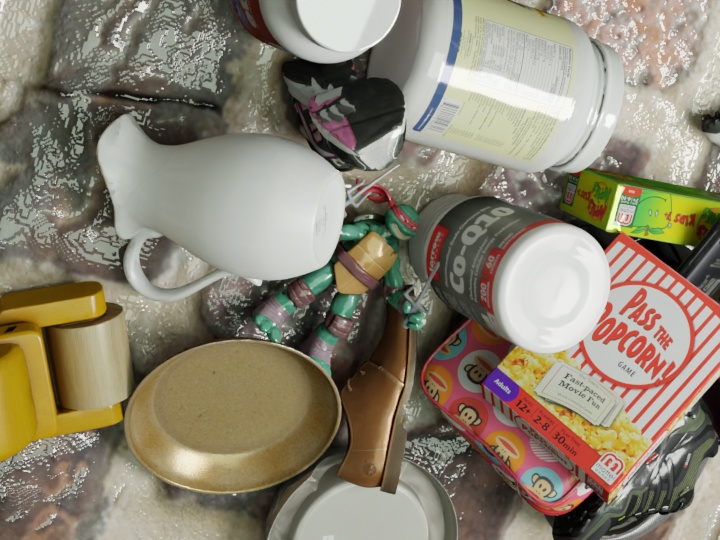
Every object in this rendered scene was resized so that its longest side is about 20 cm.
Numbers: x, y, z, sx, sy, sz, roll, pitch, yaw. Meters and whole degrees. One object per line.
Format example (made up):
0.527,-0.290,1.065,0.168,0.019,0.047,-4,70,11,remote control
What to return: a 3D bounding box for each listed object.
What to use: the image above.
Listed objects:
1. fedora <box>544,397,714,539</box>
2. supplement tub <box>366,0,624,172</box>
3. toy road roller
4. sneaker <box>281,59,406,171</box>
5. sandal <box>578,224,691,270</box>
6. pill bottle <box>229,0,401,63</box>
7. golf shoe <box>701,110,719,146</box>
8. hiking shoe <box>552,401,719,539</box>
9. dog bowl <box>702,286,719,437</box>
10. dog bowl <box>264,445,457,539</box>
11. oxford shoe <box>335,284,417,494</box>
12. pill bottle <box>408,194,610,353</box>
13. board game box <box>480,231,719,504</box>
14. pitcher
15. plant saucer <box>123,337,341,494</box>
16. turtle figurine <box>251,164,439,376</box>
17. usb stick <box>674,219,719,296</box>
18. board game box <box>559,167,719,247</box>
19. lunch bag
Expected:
0.259,0.184,1.307,0.176,0.090,0.201,26,98,-22,fedora
0.119,-0.170,1.133,0.199,0.145,0.146,13,101,-21,supplement tub
-0.291,0.097,1.074,0.199,0.146,0.124,-11,108,-15,toy road roller
-0.007,-0.121,1.083,0.080,0.200,0.087,-16,119,-7,sneaker
0.285,-0.004,1.254,0.199,0.045,0.076,10,75,-41,sandal
-0.038,-0.231,1.035,0.112,0.200,0.113,-5,106,-17,pill bottle
0.425,-0.099,1.290,0.199,0.078,0.095,18,99,-20,golf shoe
0.278,0.216,1.232,0.200,0.076,0.101,-45,109,0,hiking shoe
0.388,0.109,1.280,0.073,0.200,0.201,-18,111,5,dog bowl
-0.005,0.266,1.262,0.199,0.059,0.201,-5,105,-17,dog bowl
0.017,0.106,1.200,0.071,0.071,0.201,10,75,3,oxford shoe
0.126,-0.005,1.147,0.113,0.200,0.115,-6,105,-23,pill bottle
0.231,0.085,1.146,0.200,0.151,0.046,-46,158,-12,board game box
-0.119,-0.039,1.089,0.199,0.121,0.172,11,122,16,pitcher
-0.118,0.128,1.169,0.199,0.036,0.201,-6,130,-7,plant saucer
0.000,0.000,1.168,0.150,0.101,0.200,42,102,-9,turtle figurine
0.314,0.025,1.231,0.055,0.033,0.200,5,135,-29,usb stick
0.311,-0.057,1.251,0.199,0.102,0.048,9,102,-20,board game box
0.175,0.113,1.210,0.176,0.200,0.082,-44,155,-4,lunch bag
